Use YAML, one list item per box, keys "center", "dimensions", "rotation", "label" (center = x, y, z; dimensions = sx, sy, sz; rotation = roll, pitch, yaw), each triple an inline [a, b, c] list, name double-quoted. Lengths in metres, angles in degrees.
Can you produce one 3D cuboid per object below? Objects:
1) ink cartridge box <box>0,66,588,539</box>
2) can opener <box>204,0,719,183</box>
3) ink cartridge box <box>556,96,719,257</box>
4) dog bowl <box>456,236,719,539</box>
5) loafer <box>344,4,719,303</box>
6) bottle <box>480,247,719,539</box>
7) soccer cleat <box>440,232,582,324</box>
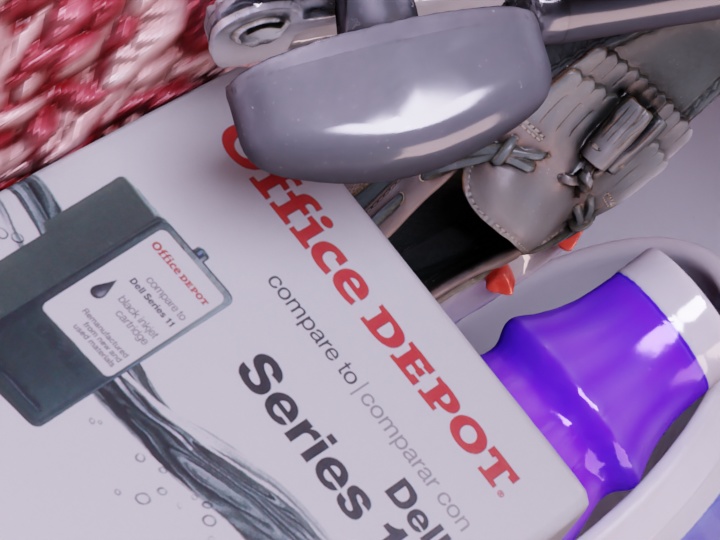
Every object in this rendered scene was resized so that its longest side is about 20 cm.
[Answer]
- center: [-0.065, 0.060, 0.626]
  dimensions: [0.200, 0.147, 0.083]
  rotation: [-32, 169, -38]
  label: "ink cartridge box"
- center: [0.059, -0.060, 0.636]
  dimensions: [0.198, 0.067, 0.053]
  rotation: [-10, 165, -19]
  label: "can opener"
- center: [0.134, 0.017, 1.184]
  dimensions: [0.144, 0.146, 0.200]
  rotation: [-36, 172, -14]
  label: "ink cartridge box"
- center: [0.066, 0.083, 0.940]
  dimensions: [0.199, 0.079, 0.200]
  rotation: [-31, -156, 15]
  label: "dog bowl"
- center: [0.029, -0.016, 0.729]
  dimensions: [0.199, 0.063, 0.072]
  rotation: [-30, 139, 24]
  label: "loafer"
- center: [0.027, 0.071, 0.829]
  dimensions: [0.200, 0.065, 0.084]
  rotation: [-38, -169, -6]
  label: "bottle"
- center: [0.000, 0.000, 0.842]
  dimensions: [0.199, 0.069, 0.078]
  rotation: [-34, -154, 28]
  label: "soccer cleat"
